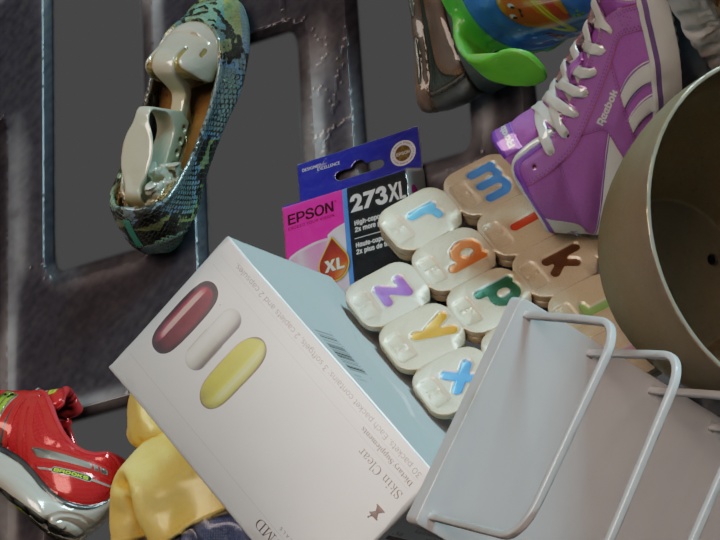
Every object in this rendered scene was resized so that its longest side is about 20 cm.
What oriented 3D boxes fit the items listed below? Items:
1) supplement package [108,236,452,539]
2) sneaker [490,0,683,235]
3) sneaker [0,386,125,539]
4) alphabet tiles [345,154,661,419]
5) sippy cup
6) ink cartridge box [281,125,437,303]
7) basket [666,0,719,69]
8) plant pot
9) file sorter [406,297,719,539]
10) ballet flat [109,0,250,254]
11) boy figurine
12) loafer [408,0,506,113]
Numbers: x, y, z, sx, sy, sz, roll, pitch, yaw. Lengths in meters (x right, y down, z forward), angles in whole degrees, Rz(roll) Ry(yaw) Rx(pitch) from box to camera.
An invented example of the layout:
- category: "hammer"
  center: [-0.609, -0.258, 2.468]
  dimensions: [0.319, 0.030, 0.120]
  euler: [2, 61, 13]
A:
- category: "supplement package"
  center: [-0.024, 0.098, 1.533]
  dimensions: [0.111, 0.156, 0.200]
  euler: [-47, 66, 10]
- category: "sneaker"
  center: [0.133, -0.107, 1.531]
  dimensions: [0.113, 0.202, 0.073]
  euler: [-6, 28, 0]
- category: "sneaker"
  center: [-0.230, 0.107, 1.732]
  dimensions: [0.200, 0.077, 0.085]
  euler: [35, 76, 29]
- category: "alphabet tiles"
  center: [0.099, 0.011, 1.577]
  dimensions: [0.195, 0.015, 0.200]
  euler: [-28, 53, -15]
- category: "sippy cup"
  center: [0.134, -0.206, 1.604]
  dimensions: [0.130, 0.139, 0.180]
  euler: [1, 94, 52]
- category: "ink cartridge box"
  center: [0.000, 0.000, 1.669]
  dimensions: [0.094, 0.037, 0.201]
  euler: [-17, 59, 21]
- category: "basket"
  center: [0.267, -0.222, 1.524]
  dimensions: [0.160, 0.198, 0.202]
  euler: [-12, 62, 21]
- category: "plant pot"
  center: [0.213, -0.009, 1.479]
  dimensions: [0.134, 0.199, 0.202]
  euler: [-25, 49, 60]
- category: "file sorter"
  center: [0.157, 0.123, 1.401]
  dimensions: [0.140, 0.199, 0.124]
  euler: [-64, 21, -11]
- category: "ballet flat"
  center: [-0.126, -0.112, 1.768]
  dimensions: [0.074, 0.074, 0.202]
  euler: [0, 68, 29]
- category: "boy figurine"
  center: [-0.112, 0.147, 1.643]
  dimensions: [0.124, 0.064, 0.201]
  euler: [-34, 55, 13]
- category: "loafer"
  center: [0.042, -0.197, 1.716]
  dimensions: [0.063, 0.072, 0.201]
  euler: [-27, 59, 22]
